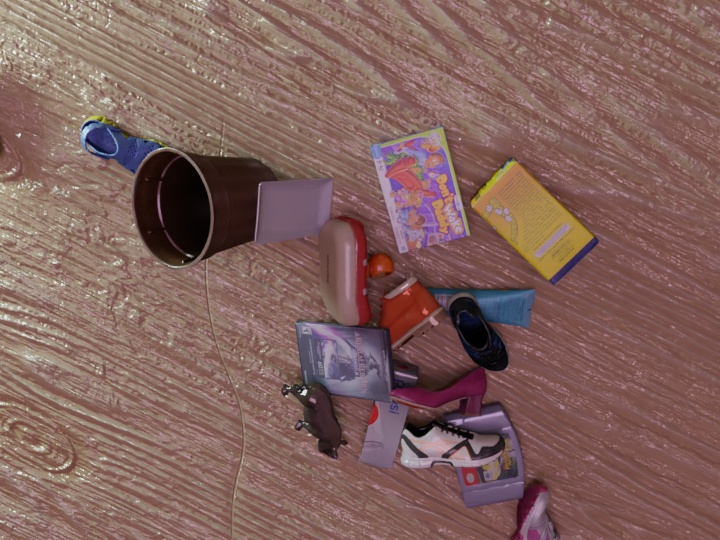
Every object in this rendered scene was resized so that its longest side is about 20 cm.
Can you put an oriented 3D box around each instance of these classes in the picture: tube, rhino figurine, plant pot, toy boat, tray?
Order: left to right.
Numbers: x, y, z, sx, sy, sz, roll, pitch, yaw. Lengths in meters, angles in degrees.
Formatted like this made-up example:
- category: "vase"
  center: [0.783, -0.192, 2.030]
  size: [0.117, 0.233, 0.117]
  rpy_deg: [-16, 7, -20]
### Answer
- category: "plant pot"
  center: [-0.254, -0.114, 1.360]
  size: [0.200, 0.198, 0.201]
  rpy_deg: [8, 103, 35]
- category: "tray"
  center: [-0.120, -0.109, 1.386]
  size: [0.022, 0.200, 0.108]
  rpy_deg: [15, 106, 34]
- category: "rhino figurine"
  center: [-0.079, 0.295, 1.518]
  size: [0.087, 0.060, 0.201]
  rpy_deg: [-2, 121, 31]
- category: "toy boat"
  center: [0.000, 0.000, 1.436]
  size: [0.130, 0.130, 0.201]
  rpy_deg: [-6, 104, -22]
- category: "tube"
  center: [0.220, 0.064, 1.453]
  size: [0.199, 0.050, 0.078]
  rpy_deg: [4, 118, 2]

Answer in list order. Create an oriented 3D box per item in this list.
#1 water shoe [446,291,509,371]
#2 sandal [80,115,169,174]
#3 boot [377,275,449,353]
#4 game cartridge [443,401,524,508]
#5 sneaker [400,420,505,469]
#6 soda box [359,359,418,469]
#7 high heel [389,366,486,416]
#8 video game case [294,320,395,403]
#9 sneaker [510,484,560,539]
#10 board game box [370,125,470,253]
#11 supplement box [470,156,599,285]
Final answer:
- category: "water shoe"
  center: [0.214, 0.130, 1.424]
  size: [0.071, 0.079, 0.200]
  rpy_deg: [-28, 120, 16]
- category: "sandal"
  center: [-0.431, -0.218, 1.436]
  size: [0.199, 0.087, 0.080]
  rpy_deg: [22, 103, -1]
- category: "boot"
  center: [0.062, 0.088, 1.446]
  size: [0.200, 0.075, 0.107]
  rpy_deg: [-39, 88, 36]
- category: "game cartridge"
  center: [0.247, 0.360, 1.523]
  size: [0.133, 0.041, 0.201]
  rpy_deg: [-14, 101, 5]
- category: "sneaker"
  center: [0.170, 0.322, 1.468]
  size: [0.199, 0.074, 0.080]
  rpy_deg: [-6, 100, 8]
- category: "soda box"
  center: [0.055, 0.276, 1.509]
  size: [0.068, 0.063, 0.201]
  rpy_deg: [16, 104, 3]
- category: "high heel"
  center: [0.145, 0.213, 1.458]
  size: [0.199, 0.067, 0.097]
  rpy_deg: [14, 77, -28]
- category: "video game case"
  center: [-0.029, 0.170, 1.475]
  size: [0.199, 0.019, 0.144]
  rpy_deg: [2, 107, 31]
- category: "sneaker"
  center: [0.348, 0.507, 1.528]
  size: [0.088, 0.081, 0.201]
  rpy_deg: [8, 112, 3]
- category: "board game box"
  center: [0.110, -0.146, 1.414]
  size: [0.134, 0.045, 0.201]
  rpy_deg: [-15, 101, 9]
- category: "supplement box"
  center: [0.301, -0.089, 1.374]
  size: [0.200, 0.109, 0.110]
  rpy_deg: [43, 104, -4]
